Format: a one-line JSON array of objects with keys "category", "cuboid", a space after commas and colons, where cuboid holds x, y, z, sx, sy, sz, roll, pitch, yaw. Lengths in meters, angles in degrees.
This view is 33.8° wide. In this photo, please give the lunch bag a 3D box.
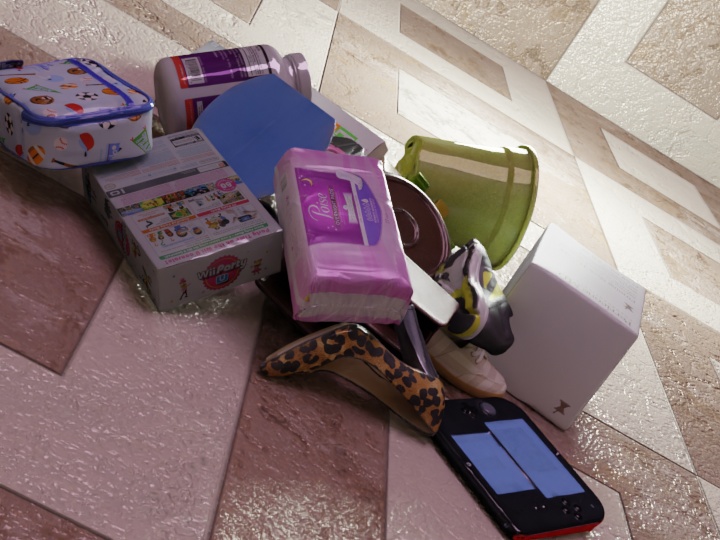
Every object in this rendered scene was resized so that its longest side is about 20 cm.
[{"category": "lunch bag", "cuboid": [-0.321, -0.179, 1.305, 0.159, 0.076, 0.200, -16, 34, -31]}]

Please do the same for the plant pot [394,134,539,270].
[{"category": "plant pot", "cuboid": [0.147, -0.120, 1.809, 0.183, 0.201, 0.201, 16, 26, -14]}]

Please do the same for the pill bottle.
[{"category": "pill bottle", "cuboid": [-0.170, -0.240, 1.587, 0.198, 0.113, 0.113, -11, 40, -17]}]

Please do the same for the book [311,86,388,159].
[{"category": "book", "cuboid": [-0.075, -0.179, 1.651, 0.200, 0.134, 0.048, 38, -14, 29]}]

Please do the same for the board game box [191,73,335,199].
[{"category": "board game box", "cuboid": [-0.122, -0.156, 1.479, 0.200, 0.158, 0.039, 40, -13, 36]}]

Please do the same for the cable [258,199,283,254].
[{"category": "cable", "cuboid": [-0.170, -0.078, 1.437, 0.199, 0.051, 0.163, 36, 22, 7]}]

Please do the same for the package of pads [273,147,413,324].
[{"category": "package of pads", "cuboid": [-0.023, -0.035, 1.259, 0.120, 0.076, 0.201, 5, 48, -20]}]

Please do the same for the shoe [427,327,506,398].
[{"category": "shoe", "cuboid": [0.108, 0.089, 1.456, 0.200, 0.053, 0.070, 37, 24, -12]}]

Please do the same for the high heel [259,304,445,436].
[{"category": "high heel", "cuboid": [-0.002, 0.126, 1.254, 0.199, 0.071, 0.144, -15, 84, -28]}]

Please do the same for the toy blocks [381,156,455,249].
[{"category": "toy blocks", "cuboid": [0.059, -0.063, 1.647, 0.200, 0.100, 0.137, 50, 19, -21]}]

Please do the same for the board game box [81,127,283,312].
[{"category": "board game box", "cuboid": [-0.194, -0.061, 1.277, 0.147, 0.065, 0.200, -18, 48, -27]}]

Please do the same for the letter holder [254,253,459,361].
[{"category": "letter holder", "cuboid": [-0.005, 0.028, 1.353, 0.200, 0.101, 0.142, 42, 24, 1]}]

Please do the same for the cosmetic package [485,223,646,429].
[{"category": "cosmetic package", "cuboid": [0.262, 0.070, 1.575, 0.167, 0.167, 0.200, 35, 23, 3]}]

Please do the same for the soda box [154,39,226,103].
[{"category": "soda box", "cuboid": [-0.233, -0.277, 1.734, 0.063, 0.068, 0.200, 32, 23, -4]}]

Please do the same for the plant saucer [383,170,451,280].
[{"category": "plant saucer", "cuboid": [0.047, -0.050, 1.536, 0.199, 0.032, 0.202, 20, 54, -30]}]

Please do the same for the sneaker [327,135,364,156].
[{"category": "sneaker", "cuboid": [-0.077, -0.133, 1.552, 0.199, 0.087, 0.080, 12, 18, 40]}]

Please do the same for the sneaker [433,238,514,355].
[{"category": "sneaker", "cuboid": [0.144, 0.038, 1.472, 0.085, 0.074, 0.201, 41, 26, -21]}]

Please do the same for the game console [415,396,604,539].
[{"category": "game console", "cuboid": [0.169, 0.217, 1.327, 0.176, 0.031, 0.200, 9, 32, -47]}]
